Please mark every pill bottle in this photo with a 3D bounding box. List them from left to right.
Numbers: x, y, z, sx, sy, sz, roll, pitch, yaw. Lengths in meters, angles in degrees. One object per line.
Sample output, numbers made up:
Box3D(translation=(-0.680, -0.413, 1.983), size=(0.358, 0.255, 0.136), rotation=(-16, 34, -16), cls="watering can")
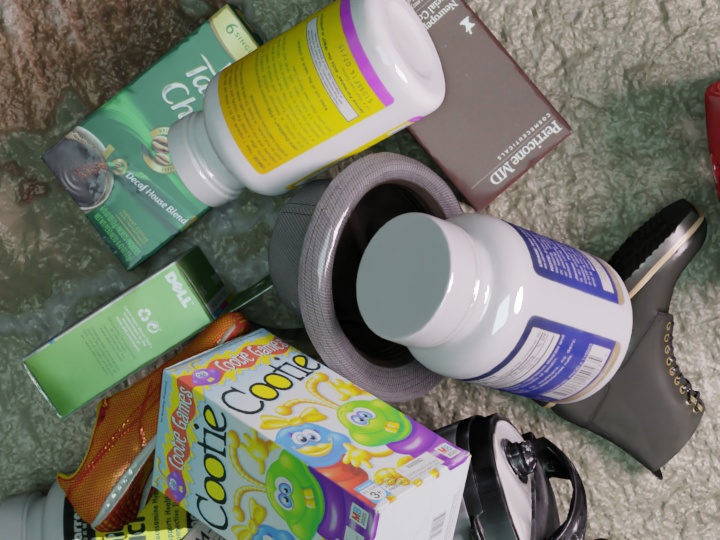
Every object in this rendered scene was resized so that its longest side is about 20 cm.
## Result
Box3D(translation=(-0.186, 0.213, 1.144), size=(0.199, 0.112, 0.113), rotation=(-8, 97, 4), cls="pill bottle")
Box3D(translation=(-0.044, -0.122, 1.040), size=(0.199, 0.104, 0.105), rotation=(-27, 95, 23), cls="pill bottle")
Box3D(translation=(0.096, 0.024, 1.027), size=(0.119, 0.199, 0.121), rotation=(-16, 66, 41), cls="pill bottle")

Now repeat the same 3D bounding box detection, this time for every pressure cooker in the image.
Box3D(translation=(0.080, 0.207, 1.082), size=(0.199, 0.179, 0.177), rotation=(-24, 65, 15), cls="pressure cooker")

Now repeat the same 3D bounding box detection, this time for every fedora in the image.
Box3D(translation=(0.000, 0.000, 1.076), size=(0.090, 0.200, 0.178), rotation=(12, 71, 40), cls="fedora")

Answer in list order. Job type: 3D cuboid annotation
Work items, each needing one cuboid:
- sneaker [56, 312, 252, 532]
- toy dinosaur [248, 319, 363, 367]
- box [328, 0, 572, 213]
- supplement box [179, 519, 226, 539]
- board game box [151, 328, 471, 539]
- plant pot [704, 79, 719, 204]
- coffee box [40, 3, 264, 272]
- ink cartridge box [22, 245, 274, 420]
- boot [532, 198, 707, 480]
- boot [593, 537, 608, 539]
Box3D(translation=(-0.159, 0.104, 1.065), size=(0.077, 0.073, 0.200), rotation=(42, 94, 19), cls="sneaker")
Box3D(translation=(-0.009, 0.075, 1.149), size=(0.199, 0.047, 0.089), rotation=(-1, 80, 3), cls="toy dinosaur")
Box3D(translation=(0.064, -0.153, 1.103), size=(0.100, 0.075, 0.200), rotation=(-41, 95, 8), cls="box")
Box3D(translation=(-0.082, 0.288, 1.033), size=(0.200, 0.074, 0.126), rotation=(42, 126, 0), cls="supplement box")
Box3D(translation=(-0.039, 0.139, 0.982), size=(0.199, 0.103, 0.105), rotation=(28, 123, 33), cls="board game box")
Box3D(translation=(0.359, -0.058, 1.038), size=(0.199, 0.201, 0.184), rotation=(-6, 105, 4), cls="plant pot")
Box3D(translation=(-0.144, -0.107, 1.135), size=(0.200, 0.044, 0.123), rotation=(-36, 94, 7), cls="coffee box")
Box3D(translation=(-0.161, 0.033, 1.124), size=(0.199, 0.104, 0.059), rotation=(-32, 95, 7), cls="ink cartridge box")
Box3D(translation=(0.242, 0.056, 1.124), size=(0.138, 0.078, 0.200), rotation=(35, 111, -5), cls="boot")
Box3D(translation=(0.186, 0.349, 1.168), size=(0.186, 0.064, 0.201), rotation=(-32, 99, 9), cls="boot")
